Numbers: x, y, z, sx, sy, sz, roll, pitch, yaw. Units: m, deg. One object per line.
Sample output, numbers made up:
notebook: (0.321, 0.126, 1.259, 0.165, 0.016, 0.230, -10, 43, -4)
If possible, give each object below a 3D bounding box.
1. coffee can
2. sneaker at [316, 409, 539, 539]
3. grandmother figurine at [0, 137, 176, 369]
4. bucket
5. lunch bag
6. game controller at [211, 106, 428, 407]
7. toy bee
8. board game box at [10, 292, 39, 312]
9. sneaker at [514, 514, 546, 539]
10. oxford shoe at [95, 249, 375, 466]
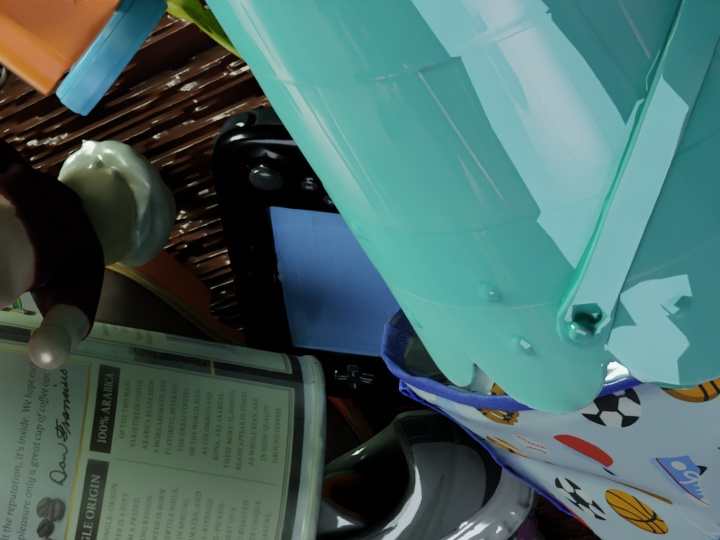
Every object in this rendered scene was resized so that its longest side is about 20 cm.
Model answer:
coffee can: (-0.125, 0.089, 0.928, 0.199, 0.147, 0.147, 10, 153, -9)
sneaker: (-0.010, 0.127, 1.054, 0.079, 0.074, 0.200, 19, 125, -38)
grandmother figurine: (-0.143, -0.013, 0.891, 0.060, 0.200, 0.122, -32, 81, 34)
bucket: (0.059, -0.084, 0.590, 0.206, 0.208, 0.135, -7, 134, 40)
lunch bag: (0.129, 0.038, 0.835, 0.199, 0.124, 0.170, -21, 133, 41)
game controller: (0.000, 0.000, 0.934, 0.104, 0.042, 0.200, 14, 152, 12)
toy bee: (-0.103, -0.103, 0.785, 0.199, 0.109, 0.131, -24, 113, 27)
board game box: (-0.139, 0.092, 1.092, 0.199, 0.127, 0.035, 30, 162, -19)
sneaker: (0.064, 0.168, 1.155, 0.088, 0.081, 0.200, 1, 141, 40)
oxford shoe: (-0.068, 0.063, 1.054, 0.200, 0.073, 0.071, 38, 146, -29)
